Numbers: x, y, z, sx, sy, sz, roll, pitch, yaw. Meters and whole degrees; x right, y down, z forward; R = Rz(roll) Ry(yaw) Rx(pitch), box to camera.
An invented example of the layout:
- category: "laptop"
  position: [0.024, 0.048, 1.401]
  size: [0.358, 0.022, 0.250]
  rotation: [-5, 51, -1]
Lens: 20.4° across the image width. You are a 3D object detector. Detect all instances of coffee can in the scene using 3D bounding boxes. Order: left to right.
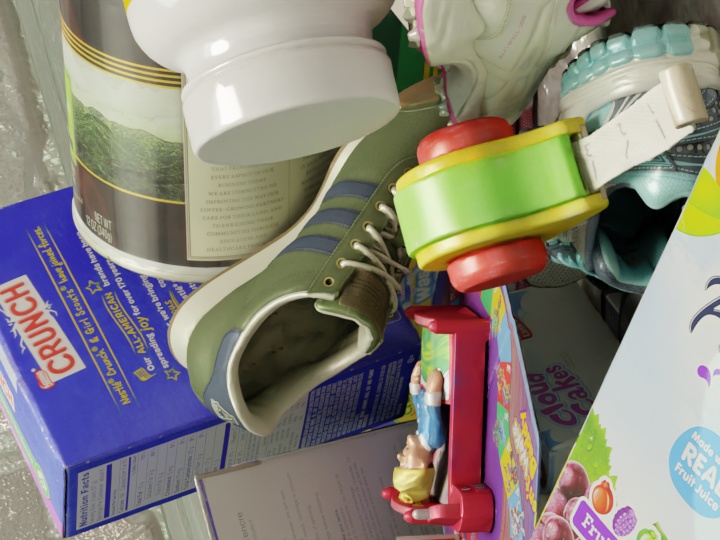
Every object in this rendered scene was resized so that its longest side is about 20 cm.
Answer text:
- category: "coffee can"
  position: [-0.074, -0.116, 0.976]
  size: [0.146, 0.146, 0.201]
  rotation: [-122, 27, -51]

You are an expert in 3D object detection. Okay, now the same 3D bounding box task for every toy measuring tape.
- category: "toy measuring tape"
  position: [0.061, -0.035, 0.789]
  size: [0.200, 0.073, 0.074]
  rotation: [146, 110, -66]

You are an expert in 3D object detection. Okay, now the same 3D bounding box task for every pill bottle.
- category: "pill bottle"
  position: [-0.047, -0.150, 0.804]
  size: [0.112, 0.112, 0.201]
  rotation: [134, 123, -73]

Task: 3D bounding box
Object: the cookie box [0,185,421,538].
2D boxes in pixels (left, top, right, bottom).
- category: "cookie box"
  position: [-0.096, 0.026, 1.053]
  size: [0.171, 0.199, 0.075]
  rotation: [58, 155, 32]

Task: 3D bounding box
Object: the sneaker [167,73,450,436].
- category: "sneaker"
  position: [0.000, 0.000, 0.936]
  size: [0.067, 0.200, 0.090]
  rotation: [44, -173, -34]

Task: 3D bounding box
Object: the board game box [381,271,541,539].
- category: "board game box"
  position: [0.035, 0.072, 0.907]
  size: [0.158, 0.039, 0.201]
  rotation: [105, 161, -50]

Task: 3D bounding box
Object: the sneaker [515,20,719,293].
- category: "sneaker"
  position: [0.101, -0.025, 0.861]
  size: [0.200, 0.077, 0.087]
  rotation: [114, 150, -65]

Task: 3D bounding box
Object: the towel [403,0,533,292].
- category: "towel"
  position: [0.056, -0.091, 1.105]
  size: [0.146, 0.030, 0.201]
  rotation: [-125, 26, -54]

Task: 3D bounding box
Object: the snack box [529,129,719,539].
- category: "snack box"
  position: [0.150, 0.067, 0.613]
  size: [0.169, 0.067, 0.201]
  rotation: [45, 125, 39]

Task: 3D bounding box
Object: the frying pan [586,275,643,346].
- category: "frying pan"
  position: [0.133, 0.015, 0.918]
  size: [0.115, 0.031, 0.190]
  rotation: [97, 154, -46]

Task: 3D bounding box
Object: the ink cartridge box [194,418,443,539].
- category: "ink cartridge box"
  position: [0.003, 0.180, 0.982]
  size: [0.043, 0.200, 0.199]
  rotation: [-22, 81, 39]

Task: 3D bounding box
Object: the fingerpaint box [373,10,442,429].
- category: "fingerpaint box"
  position: [0.006, -0.034, 1.136]
  size: [0.201, 0.073, 0.167]
  rotation: [93, 153, -42]

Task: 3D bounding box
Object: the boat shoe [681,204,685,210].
- category: "boat shoe"
  position: [0.156, -0.002, 0.743]
  size: [0.200, 0.072, 0.073]
  rotation: [127, 134, -59]

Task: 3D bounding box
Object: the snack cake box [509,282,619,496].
- category: "snack cake box"
  position: [0.102, 0.119, 1.045]
  size: [0.115, 0.067, 0.201]
  rotation: [-118, 20, -47]

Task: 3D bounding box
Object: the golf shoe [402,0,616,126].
- category: "golf shoe"
  position: [0.069, -0.104, 0.826]
  size: [0.200, 0.091, 0.076]
  rotation: [47, -145, -77]

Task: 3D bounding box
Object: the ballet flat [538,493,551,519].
- category: "ballet flat"
  position: [0.108, 0.138, 0.923]
  size: [0.199, 0.068, 0.076]
  rotation: [-2, 105, 45]
